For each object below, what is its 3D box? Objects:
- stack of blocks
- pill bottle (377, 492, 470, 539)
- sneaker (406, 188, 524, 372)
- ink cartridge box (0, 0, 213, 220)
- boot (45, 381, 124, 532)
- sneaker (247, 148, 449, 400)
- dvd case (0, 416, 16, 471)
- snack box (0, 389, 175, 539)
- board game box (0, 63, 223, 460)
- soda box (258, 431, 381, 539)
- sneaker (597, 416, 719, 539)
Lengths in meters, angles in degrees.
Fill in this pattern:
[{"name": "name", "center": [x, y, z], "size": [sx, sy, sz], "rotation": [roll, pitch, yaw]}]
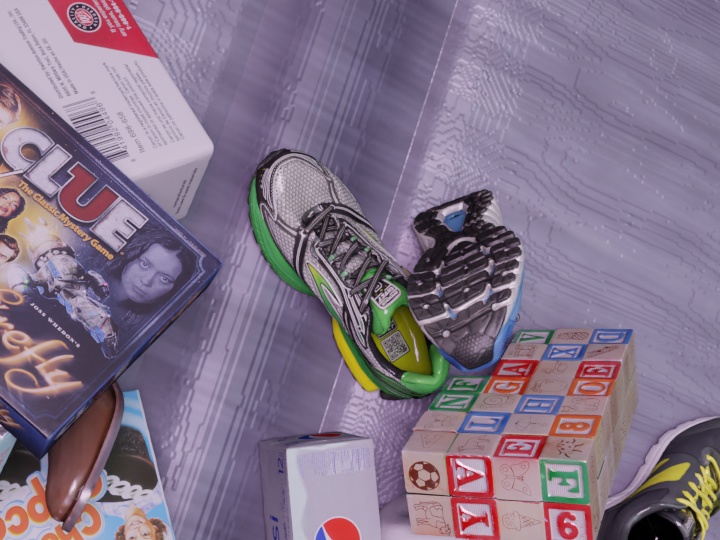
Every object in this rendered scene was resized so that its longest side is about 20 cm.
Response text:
[{"name": "stack of blocks", "center": [0.113, 0.103, 0.818], "size": [0.200, 0.115, 0.059], "rotation": [-45, 130, -61]}, {"name": "pill bottle", "center": [0.088, 0.247, 0.839], "size": [0.112, 0.112, 0.201], "rotation": [-20, 95, -22]}, {"name": "sneaker", "center": [0.083, 0.017, 0.821], "size": [0.078, 0.200, 0.090], "rotation": [-20, 110, 13]}, {"name": "ink cartridge box", "center": [-0.211, -0.075, 0.712], "size": [0.200, 0.084, 0.145], "rotation": [-23, 72, -32]}, {"name": "boot", "center": [-0.237, 0.048, 0.709], "size": [0.199, 0.064, 0.187], "rotation": [21, 38, -20]}, {"name": "sneaker", "center": [0.000, 0.000, 0.833], "size": [0.078, 0.085, 0.200], "rotation": [-40, 101, -19]}, {"name": "dvd case", "center": [-0.274, 0.058, 0.658], "size": [0.200, 0.146, 0.022], "rotation": [42, 38, 7]}, {"name": "snack box", "center": [-0.219, 0.145, 0.734], "size": [0.199, 0.037, 0.116], "rotation": [-8, 62, -23]}, {"name": "board game box", "center": [-0.188, -0.022, 0.620], "size": [0.200, 0.035, 0.136], "rotation": [41, 56, 0]}, {"name": "soda box", "center": [-0.023, 0.211, 0.819], "size": [0.063, 0.068, 0.201], "rotation": [-4, 88, -21]}, {"name": "sneaker", "center": [0.238, 0.181, 0.919], "size": [0.200, 0.085, 0.075], "rotation": [-34, 100, -20]}]
